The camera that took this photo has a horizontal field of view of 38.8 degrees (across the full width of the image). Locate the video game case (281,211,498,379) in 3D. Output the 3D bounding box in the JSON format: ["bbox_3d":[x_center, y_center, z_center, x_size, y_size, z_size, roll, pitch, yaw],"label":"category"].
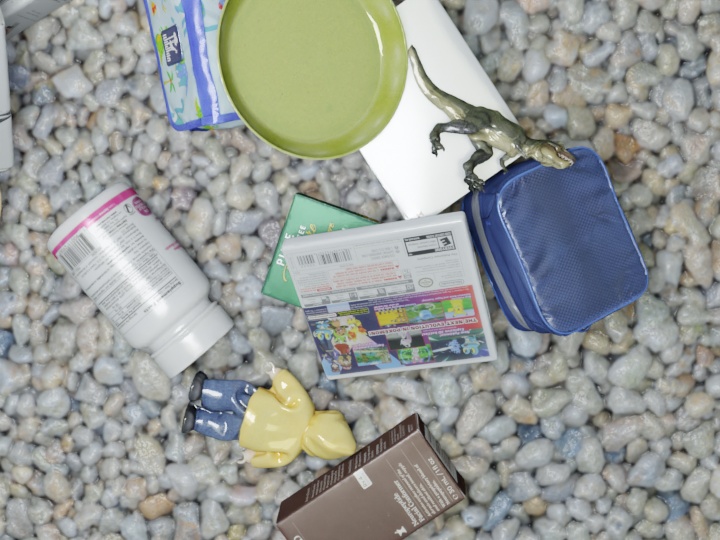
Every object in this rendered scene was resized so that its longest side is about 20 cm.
[{"bbox_3d":[0.034,0.032,1.098,0.198,0.023,0.183,-8,121,15],"label":"video game case"}]

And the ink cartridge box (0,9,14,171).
[{"bbox_3d":[-0.436,-0.189,1.039,0.144,0.201,0.084,-12,56,-24],"label":"ink cartridge box"}]

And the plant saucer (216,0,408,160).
[{"bbox_3d":[-0.048,-0.207,0.988,0.199,0.031,0.202,-1,93,-25],"label":"plant saucer"}]

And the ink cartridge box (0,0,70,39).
[{"bbox_3d":[-0.434,-0.312,1.098,0.199,0.083,0.146,-30,96,5],"label":"ink cartridge box"}]

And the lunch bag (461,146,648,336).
[{"bbox_3d":[0.207,-0.023,1.102,0.135,0.132,0.201,-24,96,-12],"label":"lunch bag"}]

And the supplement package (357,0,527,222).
[{"bbox_3d":[0.062,-0.171,1.094,0.155,0.111,0.201,-34,96,5],"label":"supplement package"}]

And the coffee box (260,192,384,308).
[{"bbox_3d":[0.000,0.000,1.150,0.199,0.044,0.124,18,99,-2],"label":"coffee box"}]

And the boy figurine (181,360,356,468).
[{"bbox_3d":[-0.099,0.166,1.166,0.198,0.064,0.125,12,97,-1],"label":"boy figurine"}]

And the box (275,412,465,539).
[{"bbox_3d":[0.011,0.263,1.173,0.199,0.075,0.100,-35,96,7],"label":"box"}]

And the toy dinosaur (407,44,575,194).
[{"bbox_3d":[0.112,-0.135,1.014,0.199,0.047,0.088,33,66,0],"label":"toy dinosaur"}]

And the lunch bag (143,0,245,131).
[{"bbox_3d":[-0.148,-0.231,1.045,0.126,0.200,0.171,-11,98,2],"label":"lunch bag"}]

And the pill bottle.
[{"bbox_3d":[-0.237,0.013,1.123,0.113,0.113,0.200,-39,96,6],"label":"pill bottle"}]
